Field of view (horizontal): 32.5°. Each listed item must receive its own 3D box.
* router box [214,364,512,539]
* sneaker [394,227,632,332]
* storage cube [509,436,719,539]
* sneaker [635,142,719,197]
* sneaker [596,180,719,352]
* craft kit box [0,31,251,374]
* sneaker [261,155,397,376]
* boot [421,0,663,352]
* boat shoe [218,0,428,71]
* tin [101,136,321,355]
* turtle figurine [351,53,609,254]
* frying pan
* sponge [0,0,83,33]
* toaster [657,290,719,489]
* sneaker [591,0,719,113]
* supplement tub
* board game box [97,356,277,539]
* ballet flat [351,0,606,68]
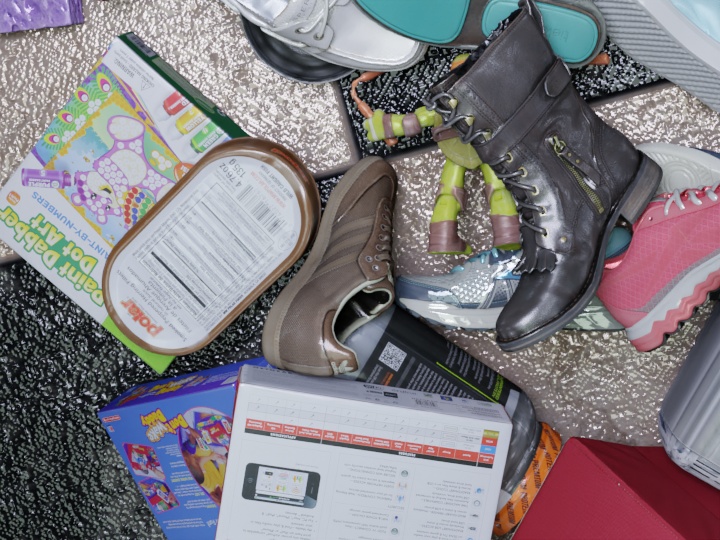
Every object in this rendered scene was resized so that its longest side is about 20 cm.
[{"bbox_3d":[-0.004,0.174,0.897,0.198,0.049,0.181,10,100,-5],"label":"router box"},{"bbox_3d":[0.122,-0.001,0.974,0.198,0.078,0.087,-1,99,-2],"label":"sneaker"},{"bbox_3d":[0.223,0.252,0.935,0.170,0.180,0.201,10,114,-42],"label":"storage cube"},{"bbox_3d":[0.295,-0.057,0.937,0.199,0.084,0.076,18,119,27],"label":"sneaker"},{"bbox_3d":[0.237,-0.030,0.877,0.087,0.074,0.200,44,121,9],"label":"sneaker"},{"bbox_3d":[-0.175,-0.053,1.007,0.200,0.049,0.198,40,109,-5],"label":"craft kit box"},{"bbox_3d":[0.000,0.000,0.930,0.075,0.201,0.071,14,146,21],"label":"sneaker"},{"bbox_3d":[0.107,-0.066,0.859,0.174,0.069,0.201,42,71,-19],"label":"boot"},{"bbox_3d":[-0.043,-0.195,0.905,0.198,0.069,0.071,20,104,-3],"label":"boat shoe"},{"bbox_3d":[-0.119,-0.017,0.969,0.200,0.042,0.112,-43,92,16],"label":"tin"},{"bbox_3d":[0.094,-0.096,0.926,0.198,0.064,0.163,-5,84,5],"label":"turtle figurine"},{"bbox_3d":[-0.009,-0.227,0.943,0.190,0.031,0.115,-42,98,12],"label":"frying pan"},{"bbox_3d":[-0.325,-0.240,0.980,0.198,0.030,0.113,-5,104,9],"label":"sponge"},{"bbox_3d":[0.317,0.107,0.948,0.199,0.114,0.130,27,106,-4],"label":"toaster"},{"bbox_3d":[0.247,-0.188,0.913,0.200,0.074,0.082,39,76,1],"label":"sneaker"},{"bbox_3d":[0.052,0.116,0.981,0.199,0.123,0.123,34,107,-2],"label":"supplement tub"},{"bbox_3d":[-0.116,0.150,0.998,0.199,0.045,0.135,-15,106,46],"label":"board game box"},{"bbox_3d":[0.081,-0.195,0.899,0.198,0.064,0.068,14,120,-9],"label":"ballet flat"}]
